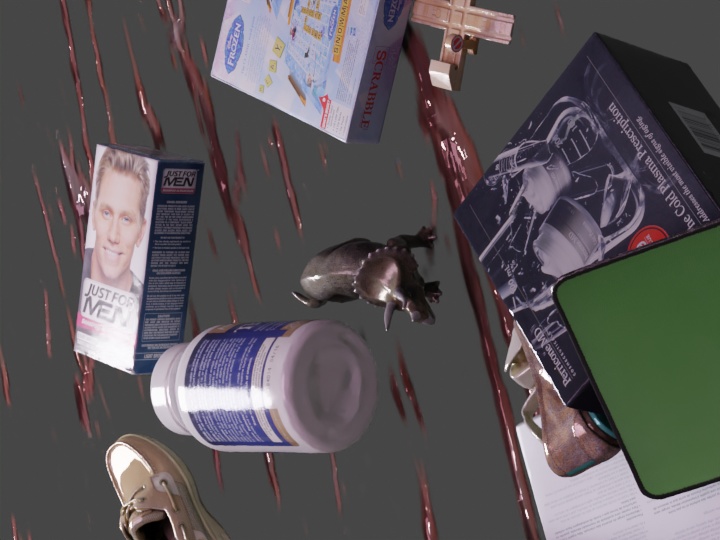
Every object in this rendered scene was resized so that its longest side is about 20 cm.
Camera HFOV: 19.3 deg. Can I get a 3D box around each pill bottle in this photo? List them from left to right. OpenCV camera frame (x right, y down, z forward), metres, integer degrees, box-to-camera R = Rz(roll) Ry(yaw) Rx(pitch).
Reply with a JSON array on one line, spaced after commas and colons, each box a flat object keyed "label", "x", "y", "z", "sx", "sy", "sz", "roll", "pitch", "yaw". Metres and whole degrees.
[{"label": "pill bottle", "x": -0.088, "y": 0.100, "z": 1.817, "sx": 0.199, "sy": 0.110, "sz": 0.112, "roll": -4, "pitch": 87, "yaw": 47}]

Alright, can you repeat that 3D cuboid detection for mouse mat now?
[{"label": "mouse mat", "x": 0.232, "y": 0.058, "z": 1.414, "sx": 0.160, "sy": 0.201, "sz": 0.008, "roll": -20, "pitch": 30, "yaw": 13}]

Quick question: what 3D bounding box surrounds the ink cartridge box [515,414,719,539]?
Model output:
[{"label": "ink cartridge box", "x": 0.216, "y": 0.176, "z": 1.542, "sx": 0.199, "sy": 0.040, "sz": 0.201, "roll": -28, "pitch": 69, "yaw": 42}]

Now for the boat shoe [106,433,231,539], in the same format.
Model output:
[{"label": "boat shoe", "x": -0.187, "y": 0.225, "z": 1.957, "sx": 0.200, "sy": 0.065, "sz": 0.072, "roll": 50, "pitch": 124, "yaw": 34}]

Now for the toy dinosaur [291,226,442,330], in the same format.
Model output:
[{"label": "toy dinosaur", "x": 0.000, "y": 0.000, "z": 1.728, "sx": 0.199, "sy": 0.102, "sz": 0.078, "roll": 7, "pitch": 96, "yaw": 46}]

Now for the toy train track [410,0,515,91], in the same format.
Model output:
[{"label": "toy train track", "x": 0.078, "y": -0.245, "z": 1.692, "sx": 0.114, "sy": 0.032, "sz": 0.202, "roll": 20, "pitch": 104, "yaw": 45}]

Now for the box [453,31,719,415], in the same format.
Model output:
[{"label": "box", "x": 0.188, "y": -0.028, "z": 1.494, "sx": 0.182, "sy": 0.104, "sz": 0.201, "roll": -53, "pitch": 45, "yaw": 27}]

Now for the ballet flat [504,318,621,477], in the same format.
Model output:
[{"label": "ballet flat", "x": 0.140, "y": 0.074, "z": 1.559, "sx": 0.067, "sy": 0.068, "sz": 0.201, "roll": -46, "pitch": 29, "yaw": 25}]

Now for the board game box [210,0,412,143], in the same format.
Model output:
[{"label": "board game box", "x": -0.037, "y": -0.232, "z": 1.806, "sx": 0.199, "sy": 0.041, "sz": 0.201, "roll": 30, "pitch": 112, "yaw": 44}]

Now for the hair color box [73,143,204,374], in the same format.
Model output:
[{"label": "hair color box", "x": -0.208, "y": -0.012, "z": 1.981, "sx": 0.100, "sy": 0.060, "sz": 0.202, "roll": 16, "pitch": 101, "yaw": 45}]
